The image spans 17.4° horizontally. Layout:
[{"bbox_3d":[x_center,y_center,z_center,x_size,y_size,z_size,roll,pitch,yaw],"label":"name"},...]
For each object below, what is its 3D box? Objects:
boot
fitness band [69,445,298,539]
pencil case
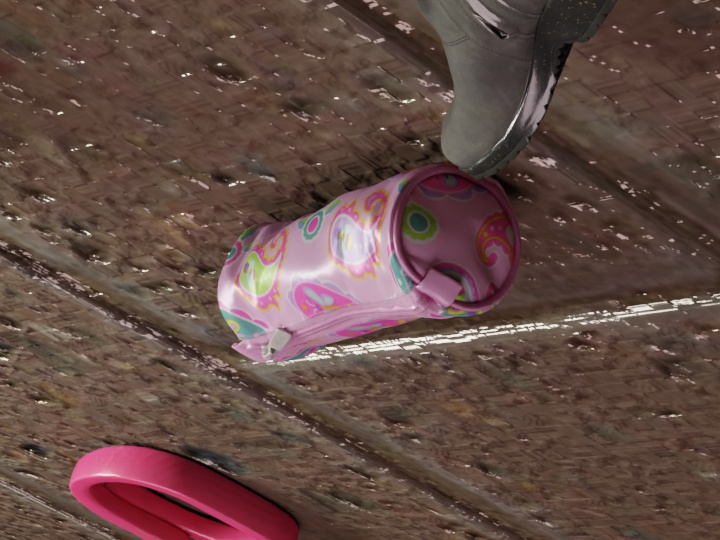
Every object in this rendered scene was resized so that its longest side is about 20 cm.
[{"bbox_3d":[0.032,-0.122,0.982,0.131,0.068,0.200,24,151,-2],"label":"boot"},{"bbox_3d":[-0.142,0.192,1.915,0.200,0.037,0.144,32,152,-34],"label":"fitness band"},{"bbox_3d":[0.000,0.000,1.263,0.087,0.087,0.200,29,155,-26],"label":"pencil case"}]
